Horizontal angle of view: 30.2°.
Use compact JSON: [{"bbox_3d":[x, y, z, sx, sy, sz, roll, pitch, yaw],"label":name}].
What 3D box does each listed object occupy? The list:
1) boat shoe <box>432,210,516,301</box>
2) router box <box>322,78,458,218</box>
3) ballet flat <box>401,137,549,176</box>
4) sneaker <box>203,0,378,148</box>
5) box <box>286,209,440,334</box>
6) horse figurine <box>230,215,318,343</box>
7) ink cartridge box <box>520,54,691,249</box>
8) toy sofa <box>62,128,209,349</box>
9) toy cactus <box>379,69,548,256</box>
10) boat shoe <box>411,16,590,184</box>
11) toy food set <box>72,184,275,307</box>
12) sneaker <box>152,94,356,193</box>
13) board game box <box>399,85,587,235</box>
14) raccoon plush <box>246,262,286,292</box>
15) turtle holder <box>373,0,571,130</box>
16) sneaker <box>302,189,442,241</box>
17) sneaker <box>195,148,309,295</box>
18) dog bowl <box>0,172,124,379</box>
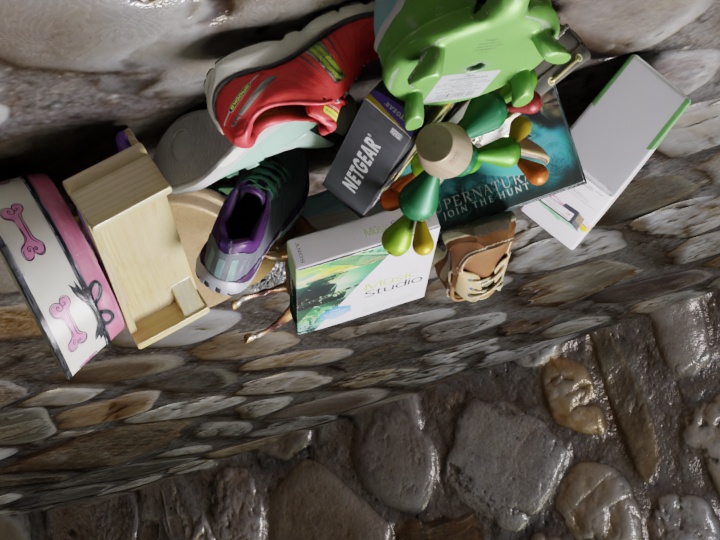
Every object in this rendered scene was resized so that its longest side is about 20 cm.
[{"bbox_3d":[0.120,-0.009,1.339,0.075,0.075,0.200,-17,175,-7],"label":"boat shoe"},{"bbox_3d":[0.049,-0.147,1.168,0.158,0.052,0.200,-49,178,-20],"label":"router box"},{"bbox_3d":[0.085,-0.127,1.297,0.197,0.064,0.069,0,164,13],"label":"ballet flat"},{"bbox_3d":[-0.030,-0.158,1.112,0.198,0.086,0.077,-24,167,-5],"label":"sneaker"},{"bbox_3d":[0.000,0.000,1.308,0.143,0.037,0.200,-17,160,-8],"label":"box"},{"bbox_3d":[-0.077,-0.002,1.385,0.131,0.050,0.201,-21,140,-9],"label":"horse figurine"},{"bbox_3d":[0.264,-0.124,1.465,0.145,0.084,0.200,-49,173,-14],"label":"ink cartridge box"},{"bbox_3d":[-0.214,-0.029,1.255,0.082,0.098,0.201,-29,146,-15],"label":"toy sofa"},{"bbox_3d":[0.080,-0.088,1.114,0.200,0.103,0.165,-41,169,10],"label":"toy cactus"},{"bbox_3d":[0.126,-0.145,1.216,0.202,0.060,0.072,-48,-179,4],"label":"boat shoe"},{"bbox_3d":[-0.197,-0.030,1.393,0.198,0.049,0.199,-18,136,14],"label":"toy food set"},{"bbox_3d":[-0.095,-0.117,1.240,0.199,0.075,0.118,-26,157,30],"label":"sneaker"},{"bbox_3d":[0.112,-0.119,1.336,0.198,0.137,0.028,-20,174,14],"label":"board game box"},{"bbox_3d":[-0.076,-0.033,1.509,0.198,0.098,0.134,14,159,-13],"label":"raccoon plush"},{"bbox_3d":[0.070,-0.198,0.981,0.139,0.133,0.185,-16,166,10],"label":"turtle holder"},{"bbox_3d":[0.006,-0.067,1.428,0.197,0.083,0.074,-5,142,10],"label":"sneaker"},{"bbox_3d":[-0.090,-0.070,1.270,0.074,0.201,0.088,24,143,-2],"label":"sneaker"},{"bbox_3d":[-0.293,-0.002,1.262,0.073,0.201,0.200,-29,170,-13],"label":"dog bowl"}]
